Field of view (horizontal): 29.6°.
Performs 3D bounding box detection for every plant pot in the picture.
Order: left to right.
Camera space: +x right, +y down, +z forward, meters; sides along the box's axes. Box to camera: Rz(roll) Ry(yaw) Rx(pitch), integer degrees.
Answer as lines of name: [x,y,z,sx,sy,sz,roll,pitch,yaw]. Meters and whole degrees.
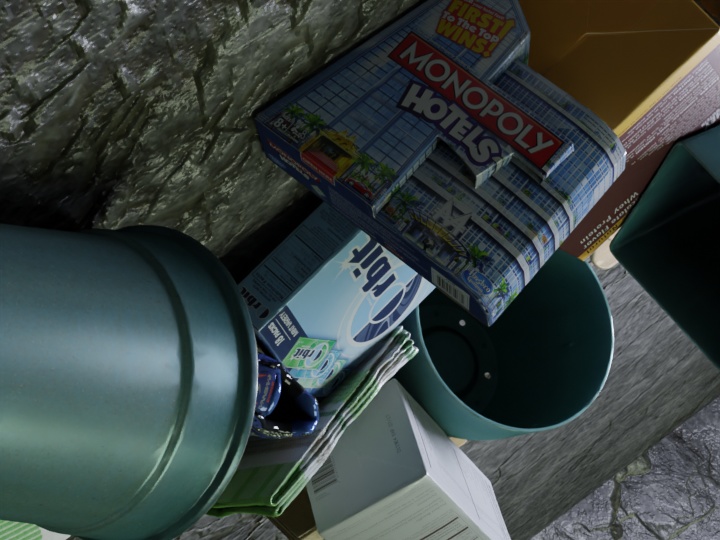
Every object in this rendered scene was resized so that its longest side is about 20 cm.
plant pot: [-0.195,0.056,0.766,0.200,0.201,0.196,-46,150,18]
plant pot: [0.109,0.069,1.282,0.200,0.201,0.161,-27,174,-29]
plant pot: [0.340,-0.046,1.111,0.199,0.142,0.142,-27,156,-31]

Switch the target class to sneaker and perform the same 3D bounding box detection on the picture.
sneaker: [-0.097,0.076,1.004,0.200,0.078,0.076,31,73,-53]

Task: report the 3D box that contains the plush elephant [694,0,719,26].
plush elephant: [0.312,-0.153,1.241,0.199,0.166,0.155,16,170,-28]

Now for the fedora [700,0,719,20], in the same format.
fedora: [0.325,-0.245,1.095,0.200,0.082,0.202,-35,138,-39]

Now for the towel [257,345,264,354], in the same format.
towel: [-0.142,0.112,1.152,0.200,0.048,0.171,-47,155,21]

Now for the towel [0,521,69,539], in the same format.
towel: [-0.221,0.126,0.953,0.200,0.023,0.153,-34,130,-37]

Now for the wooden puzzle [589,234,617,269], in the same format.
wooden puzzle: [0.316,-0.104,1.471,0.185,0.046,0.200,-36,155,-7]

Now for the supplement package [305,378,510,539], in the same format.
supplement package: [0.045,0.211,1.219,0.109,0.114,0.200,-30,133,11]

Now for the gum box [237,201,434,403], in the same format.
gum box: [0.000,0.000,1.086,0.200,0.045,0.170,-44,153,-10]

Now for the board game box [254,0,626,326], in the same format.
board game box: [0.070,-0.103,0.909,0.200,0.200,0.062,-49,163,-14]

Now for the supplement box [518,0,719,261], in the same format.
supplement box: [0.176,-0.132,1.048,0.197,0.133,0.200,-44,158,14]

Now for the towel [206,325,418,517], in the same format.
towel: [-0.046,0.133,1.165,0.200,0.031,0.149,-50,-164,-28]

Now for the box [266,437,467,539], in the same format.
box: [-0.019,0.183,1.366,0.199,0.163,0.021,-31,122,-20]
